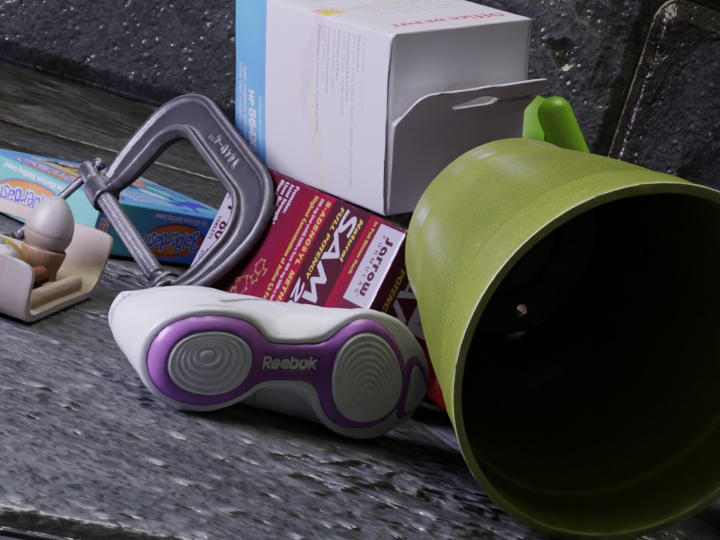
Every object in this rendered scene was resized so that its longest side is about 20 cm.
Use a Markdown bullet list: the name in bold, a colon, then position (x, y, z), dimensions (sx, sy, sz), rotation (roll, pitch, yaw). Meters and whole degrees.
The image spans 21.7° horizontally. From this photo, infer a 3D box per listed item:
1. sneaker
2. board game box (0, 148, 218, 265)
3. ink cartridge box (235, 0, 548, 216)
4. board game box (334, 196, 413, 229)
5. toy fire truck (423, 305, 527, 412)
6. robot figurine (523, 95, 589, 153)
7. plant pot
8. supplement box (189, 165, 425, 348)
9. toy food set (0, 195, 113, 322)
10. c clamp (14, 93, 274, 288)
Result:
- **sneaker**: position (-0.049, 0.041, 1.062), dimensions (0.199, 0.075, 0.099), rotation (14, 9, -34)
- **board game box**: position (-0.204, -0.050, 1.531), dimensions (0.152, 0.045, 0.200), rotation (23, 8, 33)
- **ink cartridge box**: position (0.020, -0.122, 1.299), dimensions (0.128, 0.126, 0.200), rotation (-12, 24, -36)
- **board game box**: position (0.000, 0.000, 1.312), dimensions (0.032, 0.120, 0.200), rotation (33, -5, -29)
- **toy fire truck**: position (0.123, 0.067, 1.256), dimensions (0.168, 0.112, 0.200), rotation (36, 4, -10)
- **robot figurine**: position (0.101, -0.059, 1.416), dimensions (0.116, 0.175, 0.201), rotation (52, 33, -27)
- **plant pot**: position (0.113, 0.015, 1.044), dimensions (0.199, 0.201, 0.193), rotation (15, 16, -24)
- **supplement box**: position (-0.030, 0.006, 1.235), dimensions (0.061, 0.109, 0.200), rotation (27, -2, -39)
- **toy food set**: position (-0.242, -0.026, 1.159), dimensions (0.143, 0.061, 0.200), rotation (19, 6, 4)
- **c clamp**: position (-0.143, -0.039, 1.310), dimensions (0.027, 0.171, 0.200), rotation (41, 2, -44)
